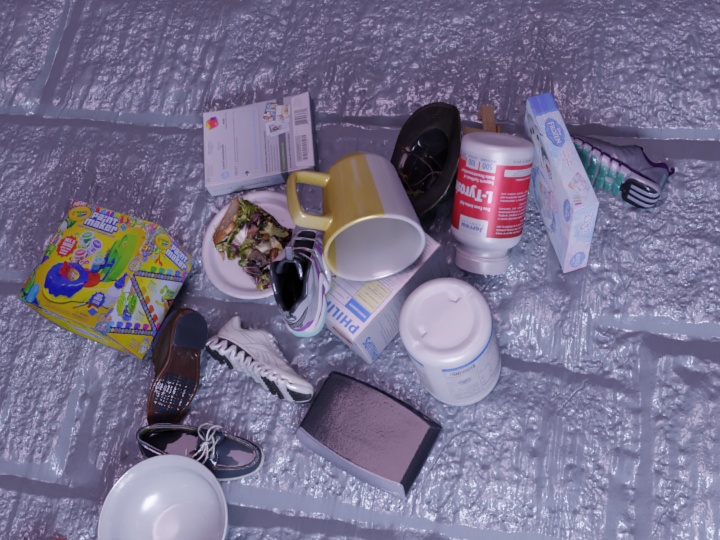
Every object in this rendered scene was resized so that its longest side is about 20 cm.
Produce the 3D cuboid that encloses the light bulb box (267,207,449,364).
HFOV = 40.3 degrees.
[{"bbox_3d":[0.000,0.000,1.537,0.198,0.125,0.200,39,80,25],"label":"light bulb box"}]

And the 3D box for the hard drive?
[{"bbox_3d":[0.009,0.240,1.472,0.199,0.042,0.136,25,74,22],"label":"hard drive"}]

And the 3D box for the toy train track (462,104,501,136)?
[{"bbox_3d":[0.209,-0.172,1.609,0.114,0.032,0.202,6,72,-31],"label":"toy train track"}]

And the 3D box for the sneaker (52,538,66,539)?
[{"bbox_3d":[-0.524,0.474,1.468,0.077,0.082,0.200,38,79,25],"label":"sneaker"}]

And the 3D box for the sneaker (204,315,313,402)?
[{"bbox_3d":[-0.150,0.137,1.544,0.199,0.075,0.081,28,66,22],"label":"sneaker"}]

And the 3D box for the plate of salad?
[{"bbox_3d":[-0.176,-0.049,1.643,0.198,0.048,0.202,-5,65,10],"label":"plate of salad"}]

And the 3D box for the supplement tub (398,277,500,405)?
[{"bbox_3d":[0.133,0.106,1.417,0.130,0.200,0.133,-5,65,10],"label":"supplement tub"}]

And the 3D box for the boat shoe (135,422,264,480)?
[{"bbox_3d":[-0.247,0.270,1.503,0.198,0.062,0.075,11,62,11],"label":"boat shoe"}]

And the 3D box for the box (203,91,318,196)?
[{"bbox_3d":[-0.176,-0.222,1.726,0.198,0.041,0.157,-10,64,7],"label":"box"}]

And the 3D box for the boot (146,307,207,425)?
[{"bbox_3d":[-0.301,0.154,1.580,0.097,0.074,0.202,25,96,65],"label":"boot"}]

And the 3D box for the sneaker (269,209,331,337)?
[{"bbox_3d":[-0.085,-0.017,1.416,0.077,0.140,0.202,-5,66,13],"label":"sneaker"}]

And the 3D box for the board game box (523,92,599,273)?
[{"bbox_3d":[0.298,-0.129,1.484,0.043,0.200,0.201,-15,64,-1],"label":"board game box"}]

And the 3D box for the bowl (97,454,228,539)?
[{"bbox_3d":[-0.277,0.380,1.449,0.199,0.090,0.203,-5,66,11],"label":"bowl"}]

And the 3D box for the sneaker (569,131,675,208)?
[{"bbox_3d":[0.399,-0.177,1.568,0.199,0.075,0.088,34,60,16],"label":"sneaker"}]

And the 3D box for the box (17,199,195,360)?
[{"bbox_3d":[-0.416,0.013,1.614,0.199,0.122,0.194,15,69,30],"label":"box"}]

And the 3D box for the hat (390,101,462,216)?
[{"bbox_3d":[0.124,-0.166,1.594,0.200,0.080,0.202,-31,49,44],"label":"hat"}]

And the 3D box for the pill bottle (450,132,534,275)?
[{"bbox_3d":[0.198,-0.102,1.499,0.111,0.112,0.202,11,110,17],"label":"pill bottle"}]

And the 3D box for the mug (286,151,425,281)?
[{"bbox_3d":[-0.001,-0.098,1.420,0.148,0.186,0.154,-25,53,19],"label":"mug"}]
